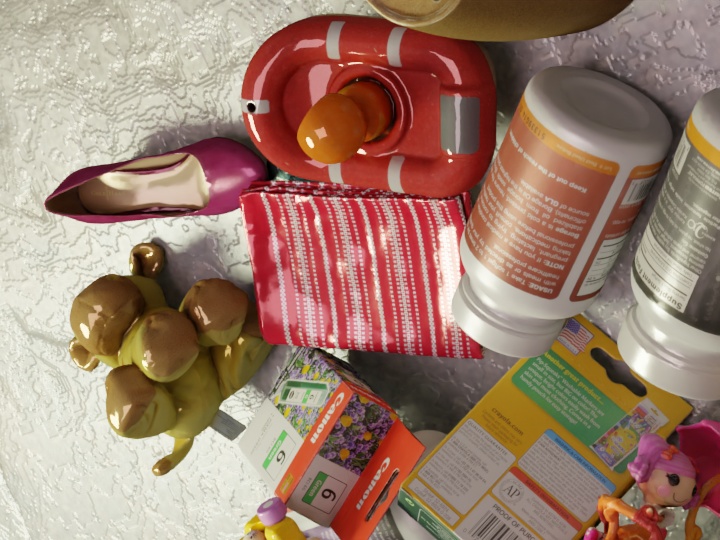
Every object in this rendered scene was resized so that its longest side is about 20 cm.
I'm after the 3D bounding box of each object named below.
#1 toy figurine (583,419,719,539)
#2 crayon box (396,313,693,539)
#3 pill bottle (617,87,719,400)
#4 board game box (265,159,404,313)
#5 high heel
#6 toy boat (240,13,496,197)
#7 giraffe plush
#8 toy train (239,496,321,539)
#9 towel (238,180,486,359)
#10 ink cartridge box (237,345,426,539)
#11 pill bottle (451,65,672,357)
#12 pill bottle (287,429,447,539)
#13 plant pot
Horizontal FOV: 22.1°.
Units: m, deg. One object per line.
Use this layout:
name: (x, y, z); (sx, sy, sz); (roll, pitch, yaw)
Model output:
toy figurine: (0.220, 0.192, 1.341); (0.200, 0.184, 0.150); (29, 164, -29)
crayon box: (0.140, 0.142, 1.399); (0.126, 0.200, 0.052); (41, 162, 14)
pill bottle: (0.254, -0.017, 1.273); (0.116, 0.116, 0.200); (30, 123, 21)
board game box: (-0.014, -0.077, 1.486); (0.135, 0.028, 0.200); (19, 118, 27)
high heel: (-0.171, -0.065, 1.542); (0.200, 0.096, 0.068); (-7, 103, 42)
toy boat: (-0.004, -0.116, 1.363); (0.200, 0.131, 0.131); (9, 112, 28)
giraffe plush: (-0.181, 0.058, 1.597); (0.162, 0.172, 0.200); (42, 161, 26)
toy train: (-0.047, 0.259, 1.451); (0.150, 0.056, 0.200); (48, 155, 6)
towel: (0.000, 0.000, 1.473); (0.200, 0.022, 0.145); (3, 113, 26)
ink cartridge box: (-0.026, 0.139, 1.470); (0.050, 0.200, 0.109); (30, 94, -24)
pill bottle: (0.139, -0.039, 1.344); (0.112, 0.112, 0.200); (35, 124, 18)
pill bottle: (0.034, 0.195, 1.509); (0.200, 0.111, 0.112); (-24, 94, 38)
plant pot: (0.084, -0.232, 1.251); (0.186, 0.200, 0.187); (12, 114, 29)
